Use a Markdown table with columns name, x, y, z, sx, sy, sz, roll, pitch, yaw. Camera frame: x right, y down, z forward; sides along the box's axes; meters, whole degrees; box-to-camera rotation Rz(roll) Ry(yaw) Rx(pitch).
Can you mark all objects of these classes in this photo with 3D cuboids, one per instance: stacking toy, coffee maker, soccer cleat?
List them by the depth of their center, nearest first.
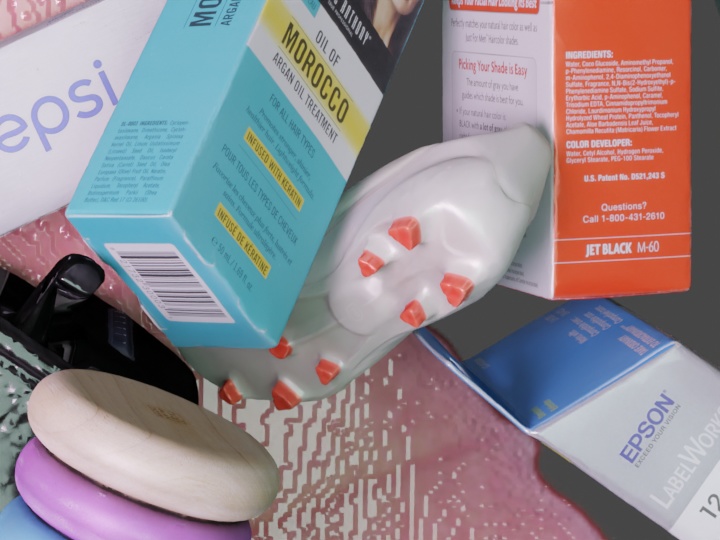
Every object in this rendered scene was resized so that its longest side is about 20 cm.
| name | x | y | z | sx | sy | sz | roll | pitch | yaw |
| --- | --- | --- | --- | --- | --- | --- | --- | --- | --- |
| stacking toy | -0.099 | 0.138 | 0.920 | 0.085 | 0.085 | 0.201 | 21 | 98 | -8 |
| coffee maker | -0.114 | 0.089 | 1.051 | 0.134 | 0.200 | 0.192 | -32 | 98 | 0 |
| soccer cleat | 0.000 | 0.000 | 1.081 | 0.069 | 0.200 | 0.078 | 52 | 51 | -12 |

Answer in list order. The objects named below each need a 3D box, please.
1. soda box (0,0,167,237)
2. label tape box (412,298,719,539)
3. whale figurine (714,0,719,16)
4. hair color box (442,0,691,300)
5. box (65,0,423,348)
| name | x | y | z | sx | sy | sz | roll | pitch | yaw |
| --- | --- | --- | --- | --- | --- | --- | --- | --- | --- |
| soda box | -0.142 | -0.050 | 1.101 | 0.199 | 0.063 | 0.068 | -26 | 98 | -3 |
| label tape box | 0.116 | 0.059 | 1.098 | 0.200 | 0.143 | 0.066 | 37 | 91 | -11 |
| whale figurine | 0.226 | -0.127 | 1.128 | 0.199 | 0.104 | 0.160 | -9 | 89 | -29 |
| hair color box | 0.078 | -0.095 | 1.092 | 0.064 | 0.111 | 0.201 | -4 | 98 | -20 |
| box | -0.033 | -0.075 | 1.042 | 0.082 | 0.049 | 0.200 | 53 | 49 | -42 |
